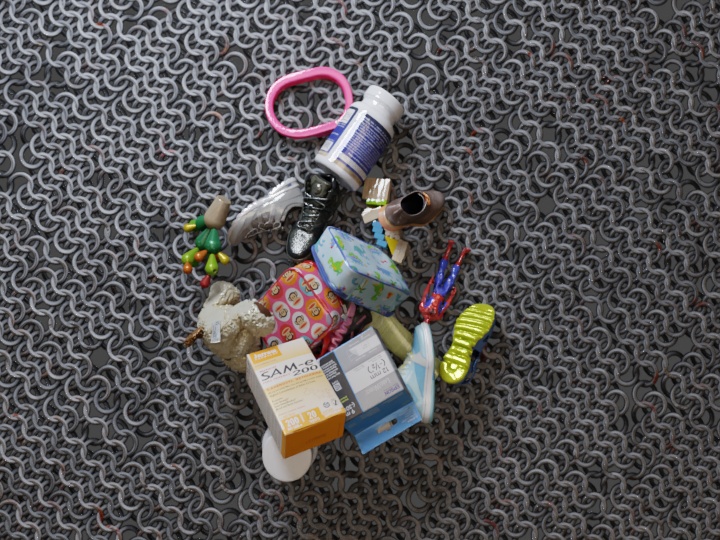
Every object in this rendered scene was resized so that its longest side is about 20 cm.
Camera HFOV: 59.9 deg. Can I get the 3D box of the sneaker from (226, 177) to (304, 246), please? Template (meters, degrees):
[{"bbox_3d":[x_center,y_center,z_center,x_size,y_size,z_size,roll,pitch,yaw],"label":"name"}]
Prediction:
[{"bbox_3d":[-0.199,-0.111,1.336,0.199,0.075,0.083,-38,88,-3],"label":"sneaker"}]

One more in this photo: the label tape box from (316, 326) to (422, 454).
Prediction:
[{"bbox_3d":[0.014,0.236,1.229,0.141,0.066,0.203,-29,74,4],"label":"label tape box"}]

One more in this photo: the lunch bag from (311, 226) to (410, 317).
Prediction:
[{"bbox_3d":[0.000,0.000,1.269,0.083,0.198,0.162,-48,46,20],"label":"lunch bag"}]

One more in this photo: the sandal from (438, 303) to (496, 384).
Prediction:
[{"bbox_3d":[0.233,0.164,1.345,0.078,0.087,0.202,21,69,34],"label":"sandal"}]

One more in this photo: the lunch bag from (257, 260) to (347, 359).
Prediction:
[{"bbox_3d":[-0.124,0.099,1.284,0.199,0.082,0.178,-40,84,34],"label":"lunch bag"}]

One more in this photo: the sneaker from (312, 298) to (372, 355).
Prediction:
[{"bbox_3d":[-0.039,0.158,1.334,0.094,0.079,0.203,20,106,-35],"label":"sneaker"}]

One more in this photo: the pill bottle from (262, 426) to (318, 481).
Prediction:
[{"bbox_3d":[-0.137,0.340,1.257,0.111,0.200,0.117,0,93,0],"label":"pill bottle"}]

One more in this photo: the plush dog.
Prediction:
[{"bbox_3d":[-0.255,0.143,1.269,0.161,0.198,0.174,-46,132,-21],"label":"plush dog"}]

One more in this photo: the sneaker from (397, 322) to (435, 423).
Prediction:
[{"bbox_3d":[0.088,0.210,1.286,0.127,0.080,0.206,1,85,2],"label":"sneaker"}]

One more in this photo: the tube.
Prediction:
[{"bbox_3d":[0.093,0.159,1.353,0.199,0.052,0.058,40,60,3],"label":"tube"}]

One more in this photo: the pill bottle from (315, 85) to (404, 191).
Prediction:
[{"bbox_3d":[0.001,-0.282,1.329,0.115,0.116,0.202,35,88,0],"label":"pill bottle"}]

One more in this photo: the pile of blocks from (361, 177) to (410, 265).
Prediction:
[{"bbox_3d":[0.053,-0.102,1.352,0.080,0.062,0.205,-17,76,9],"label":"pile of blocks"}]

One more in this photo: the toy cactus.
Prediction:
[{"bbox_3d":[-0.305,-0.070,1.284,0.101,0.201,0.167,21,112,-25],"label":"toy cactus"}]

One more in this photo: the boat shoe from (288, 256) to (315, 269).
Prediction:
[{"bbox_3d":[-0.061,0.023,1.345,0.199,0.072,0.061,32,130,-12],"label":"boat shoe"}]

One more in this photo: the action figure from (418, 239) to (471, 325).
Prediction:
[{"bbox_3d":[0.176,0.037,1.359,0.064,0.052,0.204,23,90,-4],"label":"action figure"}]

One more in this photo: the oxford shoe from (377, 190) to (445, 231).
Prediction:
[{"bbox_3d":[0.125,-0.133,1.306,0.198,0.072,0.073,-26,86,-43],"label":"oxford shoe"}]

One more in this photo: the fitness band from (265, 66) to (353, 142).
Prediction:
[{"bbox_3d":[-0.112,-0.365,1.368,0.195,0.037,0.147,-15,88,-3],"label":"fitness band"}]

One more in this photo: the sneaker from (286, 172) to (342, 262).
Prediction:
[{"bbox_3d":[-0.102,-0.120,1.287,0.075,0.115,0.202,22,68,17],"label":"sneaker"}]

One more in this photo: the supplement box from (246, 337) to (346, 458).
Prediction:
[{"bbox_3d":[-0.125,0.233,1.173,0.123,0.075,0.201,-14,44,-25],"label":"supplement box"}]

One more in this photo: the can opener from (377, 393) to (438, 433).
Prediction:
[{"bbox_3d":[0.076,0.306,1.335,0.197,0.067,0.054,-27,90,-2],"label":"can opener"}]
